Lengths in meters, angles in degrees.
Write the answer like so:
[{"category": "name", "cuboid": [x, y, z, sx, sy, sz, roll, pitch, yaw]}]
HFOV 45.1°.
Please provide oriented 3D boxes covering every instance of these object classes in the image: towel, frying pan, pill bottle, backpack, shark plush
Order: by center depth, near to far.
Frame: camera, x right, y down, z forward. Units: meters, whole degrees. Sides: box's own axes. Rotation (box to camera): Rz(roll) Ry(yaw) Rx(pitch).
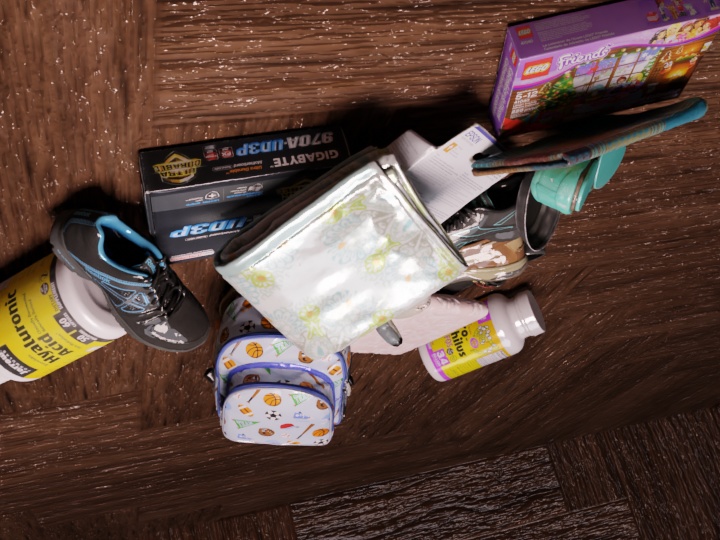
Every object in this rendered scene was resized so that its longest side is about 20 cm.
[{"category": "towel", "cuboid": [-0.015, -0.008, 0.834, 0.199, 0.048, 0.171, -31, 126, 13]}, {"category": "towel", "cuboid": [0.225, -0.131, 0.857, 0.199, 0.022, 0.146, -21, -169, -28]}, {"category": "pill bottle", "cuboid": [-0.343, 0.053, 0.933, 0.199, 0.112, 0.111, -26, 156, 24]}, {"category": "shark plush", "cuboid": [0.000, 0.000, 1.020, 0.091, 0.199, 0.083, -50, 152, -13]}, {"category": "frying pan", "cuboid": [0.232, -0.102, 1.041, 0.031, 0.190, 0.116, 14, 132, 31]}, {"category": "backpack", "cuboid": [-0.097, 0.117, 1.055, 0.198, 0.155, 0.192, 0, 132, -6]}, {"category": "towel", "cuboid": [0.062, 0.078, 1.286, 0.190, 0.033, 0.199, -29, 156, 37]}, {"category": "pill bottle", "cuboid": [0.199, 0.103, 1.431, 0.199, 0.105, 0.104, -25, 157, 20]}]

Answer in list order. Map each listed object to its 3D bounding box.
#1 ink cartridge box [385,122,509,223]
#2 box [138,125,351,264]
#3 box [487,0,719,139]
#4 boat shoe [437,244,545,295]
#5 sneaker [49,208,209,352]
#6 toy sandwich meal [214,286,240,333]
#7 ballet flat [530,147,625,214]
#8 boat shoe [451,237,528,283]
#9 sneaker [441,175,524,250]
[{"category": "ink cartridge box", "cuboid": [0.060, -0.086, 0.914, 0.199, 0.041, 0.199, -36, 162, 16]}, {"category": "box", "cuboid": [-0.117, -0.072, 0.873, 0.198, 0.046, 0.159, -10, 158, -15]}, {"category": "box", "cuboid": [0.227, -0.195, 0.823, 0.198, 0.039, 0.137, -14, 158, -5]}, {"category": "boat shoe", "cuboid": [0.173, -0.007, 1.211, 0.073, 0.064, 0.201, -2, 156, -41]}, {"category": "sneaker", "cuboid": [-0.217, 0.016, 0.862, 0.081, 0.074, 0.200, -4, 140, 44]}, {"category": "toy sandwich meal", "cuboid": [-0.101, 0.055, 1.158, 0.203, 0.071, 0.206, -14, 158, -5]}, {"category": "ballet flat", "cuboid": [0.237, -0.118, 0.958, 0.200, 0.070, 0.068, -35, 143, -54]}, {"category": "boat shoe", "cuboid": [0.115, -0.025, 1.121, 0.198, 0.075, 0.076, -8, -157, 7]}, {"category": "sneaker", "cuboid": [0.118, -0.063, 1.045, 0.198, 0.076, 0.080, -21, 148, -9]}]
